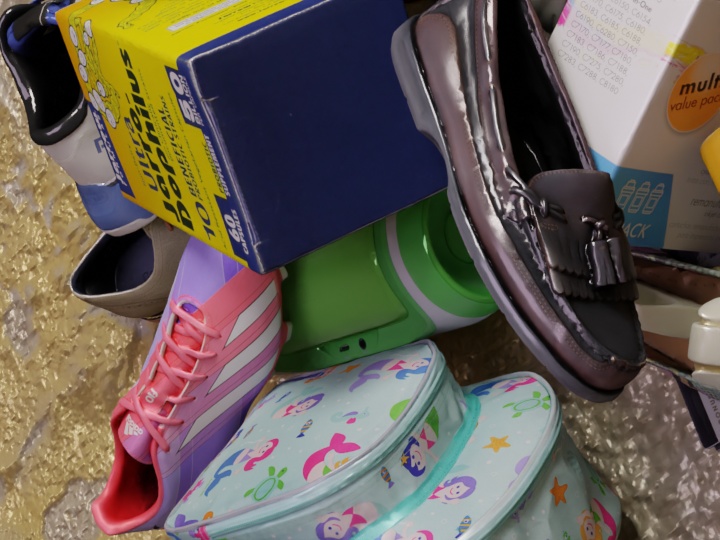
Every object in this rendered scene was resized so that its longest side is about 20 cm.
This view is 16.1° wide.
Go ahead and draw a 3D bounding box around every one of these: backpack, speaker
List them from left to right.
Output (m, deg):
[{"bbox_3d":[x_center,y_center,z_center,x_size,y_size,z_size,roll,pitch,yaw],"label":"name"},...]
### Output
[{"bbox_3d":[0.000,0.000,1.300,0.200,0.088,0.089,-18,76,52],"label":"speaker"},{"bbox_3d":[0.018,0.125,1.234,0.200,0.178,0.151,-10,117,36],"label":"backpack"}]

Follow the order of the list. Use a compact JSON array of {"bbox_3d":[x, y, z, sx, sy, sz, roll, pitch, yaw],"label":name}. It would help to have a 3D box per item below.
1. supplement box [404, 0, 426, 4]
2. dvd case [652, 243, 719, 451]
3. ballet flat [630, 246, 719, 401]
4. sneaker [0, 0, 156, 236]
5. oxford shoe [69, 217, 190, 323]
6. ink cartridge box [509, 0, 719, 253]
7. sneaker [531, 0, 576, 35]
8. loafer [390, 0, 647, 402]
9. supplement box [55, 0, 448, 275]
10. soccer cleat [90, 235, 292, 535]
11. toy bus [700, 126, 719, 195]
[{"bbox_3d":[0.035,-0.247,1.286,0.131,0.103,0.200,-12,80,42],"label":"supplement box"},{"bbox_3d":[0.210,-0.025,1.180,0.200,0.016,0.149,-34,67,35],"label":"dvd case"},{"bbox_3d":[0.153,0.025,1.170,0.200,0.071,0.069,17,99,40],"label":"ballet flat"},{"bbox_3d":[-0.126,-0.131,1.376,0.081,0.115,0.200,-3,57,40],"label":"sneaker"},{"bbox_3d":[-0.082,-0.033,1.399,0.200,0.074,0.071,-45,61,31],"label":"oxford shoe"},{"bbox_3d":[0.154,-0.111,1.145,0.068,0.115,0.200,39,113,36],"label":"ink cartridge box"},{"bbox_3d":[0.074,-0.210,1.130,0.114,0.076,0.200,27,129,17],"label":"sneaker"},{"bbox_3d":[0.076,-0.041,1.091,0.063,0.072,0.200,-40,61,30],"label":"loafer"},{"bbox_3d":[-0.054,-0.086,1.231,0.200,0.109,0.109,27,139,64],"label":"supplement box"},{"bbox_3d":[-0.089,0.057,1.302,0.067,0.076,0.200,42,135,29],"label":"soccer cleat"},{"bbox_3d":[0.245,-0.074,1.088,0.200,0.078,0.065,-33,67,24],"label":"toy bus"}]
